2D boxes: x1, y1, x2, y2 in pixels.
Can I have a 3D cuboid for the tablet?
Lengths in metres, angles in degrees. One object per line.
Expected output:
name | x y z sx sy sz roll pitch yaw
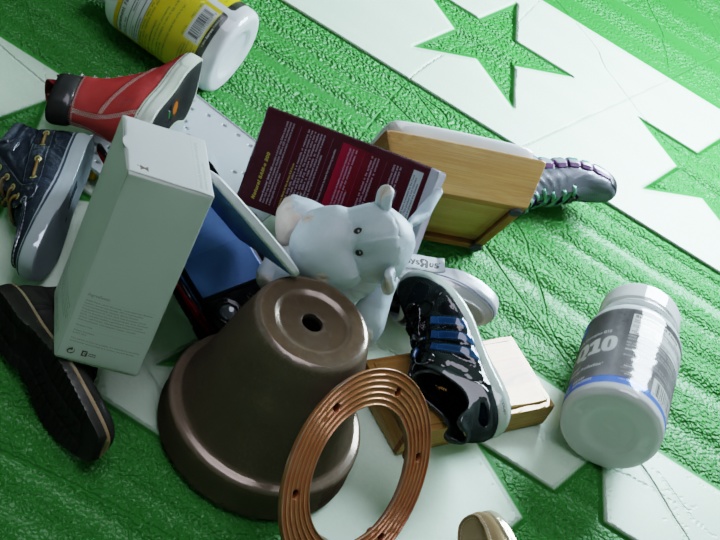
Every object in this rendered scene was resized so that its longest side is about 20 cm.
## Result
tablet | -0.126 -0.061 1.432 0.130 0.014 0.200 50 -8 -22

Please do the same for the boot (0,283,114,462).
boot | -0.248 0.078 1.411 0.138 0.078 0.201 -12 56 -43

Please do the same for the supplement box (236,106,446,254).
supplement box | -0.021 -0.089 1.598 0.198 0.110 0.061 22 5 8

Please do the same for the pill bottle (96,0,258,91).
pill bottle | -0.228 -0.311 1.776 0.199 0.113 0.112 36 41 7

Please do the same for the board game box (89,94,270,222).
board game box | -0.188 -0.108 1.661 0.199 0.026 0.200 38 41 9

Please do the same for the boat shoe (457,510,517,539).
boat shoe | 0.110 0.306 1.381 0.069 0.074 0.201 15 44 -24

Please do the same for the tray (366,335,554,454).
tray | 0.101 0.128 1.583 0.198 0.037 0.099 -7 53 -35

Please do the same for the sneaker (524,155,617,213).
sneaker | 0.221 -0.095 1.861 0.198 0.075 0.088 11 57 -7

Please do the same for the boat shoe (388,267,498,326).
boat shoe | 0.052 0.031 1.635 0.198 0.074 0.066 15 47 -1

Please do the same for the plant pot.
plant pot | -0.073 0.105 1.404 0.198 0.175 0.201 16 44 -16

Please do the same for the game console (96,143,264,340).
game console | -0.162 -0.041 1.506 0.171 0.119 0.201 -21 72 -35

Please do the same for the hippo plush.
hippo plush | 0.000 0.000 1.462 0.198 0.161 0.161 -3 91 -8

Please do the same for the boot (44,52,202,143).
boot | -0.262 -0.202 1.648 0.143 0.073 0.200 17 31 8

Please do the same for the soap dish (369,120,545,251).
soap dish | 0.090 -0.092 1.713 0.198 0.157 0.082 9 66 -21

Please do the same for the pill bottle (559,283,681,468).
pill bottle | 0.291 0.110 1.649 0.113 0.114 0.201 28 41 -1

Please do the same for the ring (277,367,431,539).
ring | -0.006 0.184 1.366 0.019 0.202 0.200 17 29 40

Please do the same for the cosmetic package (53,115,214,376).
cosmetic package | -0.206 -0.021 1.338 0.084 0.201 0.108 17 29 -21

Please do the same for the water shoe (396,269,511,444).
water shoe | 0.081 0.084 1.528 0.078 0.072 0.201 -10 58 -38

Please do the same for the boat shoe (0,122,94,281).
boat shoe | -0.338 -0.070 1.517 0.090 0.071 0.201 11 44 0
